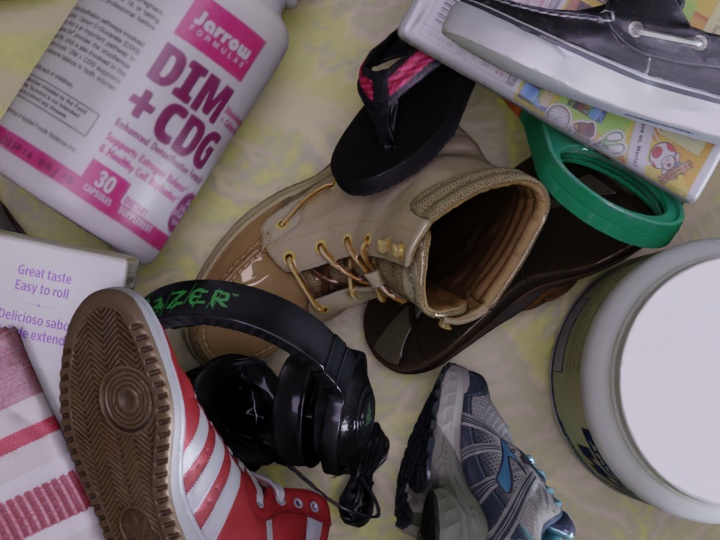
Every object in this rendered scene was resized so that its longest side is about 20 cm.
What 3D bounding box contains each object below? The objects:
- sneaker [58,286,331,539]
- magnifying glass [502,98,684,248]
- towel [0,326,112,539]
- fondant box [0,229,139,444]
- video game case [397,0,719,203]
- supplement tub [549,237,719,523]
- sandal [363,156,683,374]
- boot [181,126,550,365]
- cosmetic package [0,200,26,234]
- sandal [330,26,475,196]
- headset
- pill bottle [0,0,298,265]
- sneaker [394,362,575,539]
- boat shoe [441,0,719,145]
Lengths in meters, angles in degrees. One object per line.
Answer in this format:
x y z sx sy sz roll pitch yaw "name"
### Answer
-0.080 0.098 1.037 0.071 0.112 0.202 -12 96 34 "sneaker"
0.107 -0.077 1.115 0.079 0.200 0.023 7 121 -36 "magnifying glass"
-0.196 0.147 1.021 0.143 0.023 0.201 -24 93 -1 "towel"
-0.204 0.078 1.058 0.143 0.058 0.202 11 90 0 "fondant box"
0.145 -0.166 1.076 0.181 0.023 0.201 30 90 2 "video game case"
0.181 0.058 1.087 0.144 0.200 0.146 0 87 -2 "supplement tub"
0.094 -0.005 1.160 0.199 0.055 0.082 -37 63 11 "sandal"
0.000 0.000 1.103 0.199 0.155 0.073 -37 116 -5 "boot"
-0.198 0.049 1.130 0.103 0.087 0.201 -36 90 1 "cosmetic package"
0.035 -0.120 1.126 0.045 0.075 0.201 54 54 -33 "sandal"
-0.042 0.067 1.095 0.123 0.200 0.094 -7 45 31 "headset"
-0.110 -0.115 1.128 0.113 0.113 0.201 32 87 0 "pill bottle"
0.068 0.129 1.100 0.086 0.201 0.078 15 123 -9 "sneaker"
0.141 -0.112 1.029 0.198 0.072 0.068 18 92 -1 "boat shoe"
